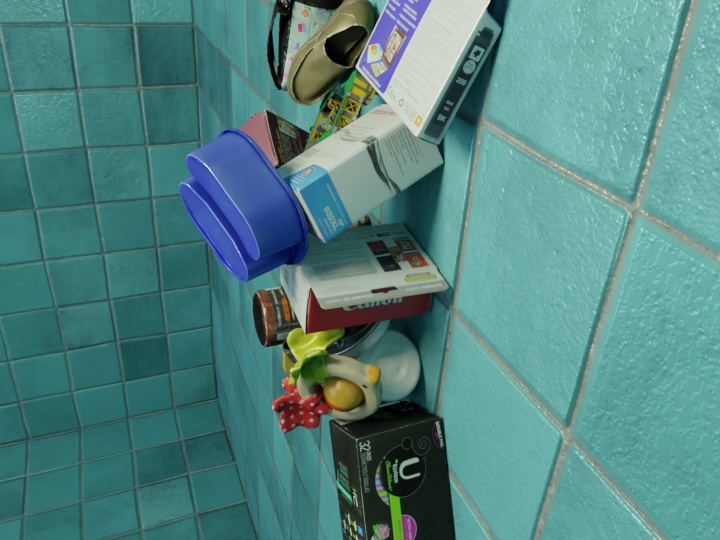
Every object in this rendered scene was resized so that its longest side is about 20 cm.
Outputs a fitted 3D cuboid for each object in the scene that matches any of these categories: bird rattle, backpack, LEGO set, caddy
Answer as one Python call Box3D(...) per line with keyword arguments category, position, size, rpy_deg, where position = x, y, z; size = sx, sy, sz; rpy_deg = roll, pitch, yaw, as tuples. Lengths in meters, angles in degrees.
Box3D(category="bird rattle", position=(-0.049, 0.175, 0.911), size=(0.113, 0.160, 0.203), rpy_deg=(-68, -10, -53))
Box3D(category="backpack", position=(-0.086, -0.395, 1.064), size=(0.168, 0.124, 0.203), rpy_deg=(-79, 2, -54))
Box3D(category="LEGO set", position=(-0.006, -0.220, 1.010), size=(0.199, 0.114, 0.157), rpy_deg=(-13, 56, 65))
Box3D(category="caddy", position=(-0.148, -0.087, 0.825), size=(0.201, 0.104, 0.141), rpy_deg=(53, 146, 7))

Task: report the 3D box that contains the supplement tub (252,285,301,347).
Box3D(category="supplement tub", position=(-0.099, 0.075, 1.184), size=(0.107, 0.196, 0.109), rpy_deg=(171, 90, -68))

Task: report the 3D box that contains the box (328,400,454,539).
Box3D(category="box", position=(0.046, 0.327, 0.965), size=(0.124, 0.146, 0.205), rpy_deg=(-178, 80, -68))

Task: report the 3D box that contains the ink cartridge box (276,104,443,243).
Box3D(category="ink cartridge box", position=(-0.009, -0.139, 0.855), size=(0.085, 0.198, 0.145), rpy_deg=(61, 167, -24))

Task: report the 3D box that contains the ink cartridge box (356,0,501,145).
Box3D(category="ink cartridge box", position=(0.085, -0.289, 0.752), size=(0.202, 0.043, 0.199), rpy_deg=(-61, 38, 29))

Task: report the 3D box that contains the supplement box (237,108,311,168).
Box3D(category="supplement box", position=(-0.119, -0.182, 1.096), size=(0.085, 0.198, 0.112), rpy_deg=(-28, 65, 28))

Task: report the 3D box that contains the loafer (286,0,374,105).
Box3D(category="loafer", position=(-0.051, -0.336, 0.984), size=(0.200, 0.075, 0.068), rpy_deg=(-47, 31, 32))

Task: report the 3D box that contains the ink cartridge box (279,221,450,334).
Box3D(category="ink cartridge box", position=(0.002, 0.019, 0.895), size=(0.176, 0.196, 0.085), rpy_deg=(-123, 33, -48))

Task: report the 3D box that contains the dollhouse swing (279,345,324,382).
Box3D(category="dollhouse swing", position=(-0.166, 0.195, 1.473), size=(0.178, 0.179, 0.201), rpy_deg=(-63, 37, 25))

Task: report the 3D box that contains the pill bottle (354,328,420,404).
Box3D(category="pill bottle", position=(0.015, 0.170, 1.043), size=(0.200, 0.108, 0.113), rpy_deg=(138, 121, -65))

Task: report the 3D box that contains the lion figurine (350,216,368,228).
Box3D(category="lion figurine", position=(0.000, 0.000, 1.079), size=(0.122, 0.071, 0.205), rpy_deg=(-149, 48, -80))

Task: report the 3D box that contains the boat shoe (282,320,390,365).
Box3D(category="boat shoe", position=(-0.044, 0.096, 0.965), size=(0.198, 0.066, 0.071), rpy_deg=(-26, 33, 36))

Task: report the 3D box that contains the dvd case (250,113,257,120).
Box3D(category="dvd case", position=(-0.128, -0.204, 1.214), size=(0.016, 0.199, 0.151), rpy_deg=(-27, 66, 25))
